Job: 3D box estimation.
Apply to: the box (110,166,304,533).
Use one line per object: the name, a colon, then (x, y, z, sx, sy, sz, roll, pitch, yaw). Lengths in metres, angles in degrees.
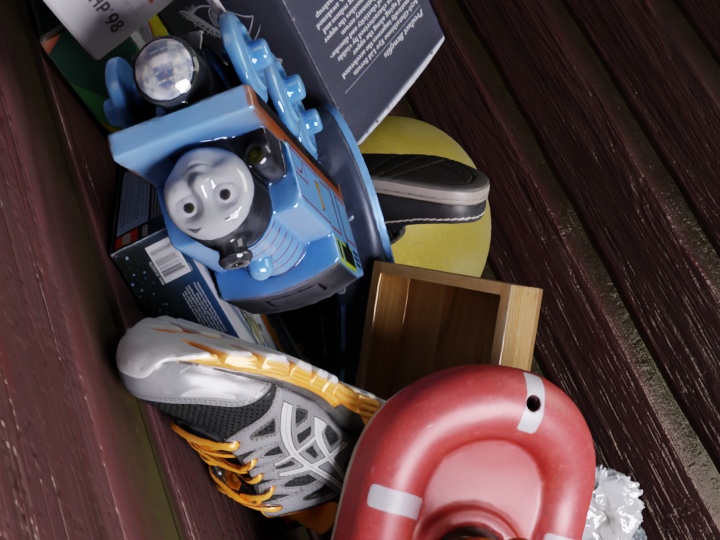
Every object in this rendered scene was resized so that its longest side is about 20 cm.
box: (-0.077, 0.034, 0.700, 0.137, 0.037, 0.201, -108, 171, -63)

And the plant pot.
plant pot: (-0.005, -0.039, 1.026, 0.142, 0.199, 0.202, 3, 60, -64)

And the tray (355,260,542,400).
tray: (0.039, 0.102, 0.678, 0.037, 0.098, 0.203, 6, 93, -48)

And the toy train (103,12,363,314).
toy train: (-0.058, -0.046, 0.601, 0.200, 0.086, 0.115, 43, 27, -75)

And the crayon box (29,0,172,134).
crayon box: (-0.141, -0.126, 0.763, 0.200, 0.050, 0.128, 59, 6, -51)

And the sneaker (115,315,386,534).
sneaker: (-0.047, 0.078, 0.581, 0.078, 0.078, 0.200, 18, -9, 37)

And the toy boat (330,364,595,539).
toy boat: (0.058, 0.143, 0.555, 0.130, 0.129, 0.202, -16, -120, 64)

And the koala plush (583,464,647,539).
koala plush: (0.098, 0.202, 0.785, 0.178, 0.198, 0.185, 58, 7, -52)

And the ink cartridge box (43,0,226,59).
ink cartridge box: (-0.152, -0.185, 0.571, 0.200, 0.066, 0.116, 52, -2, 25)

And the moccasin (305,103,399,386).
moccasin: (-0.015, 0.003, 0.733, 0.080, 0.067, 0.202, -140, -146, -74)

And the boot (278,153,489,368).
boot: (0.000, 0.000, 0.822, 0.073, 0.198, 0.152, -26, 115, -57)

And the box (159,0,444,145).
box: (-0.058, -0.194, 0.745, 0.147, 0.105, 0.201, 23, -25, 38)
